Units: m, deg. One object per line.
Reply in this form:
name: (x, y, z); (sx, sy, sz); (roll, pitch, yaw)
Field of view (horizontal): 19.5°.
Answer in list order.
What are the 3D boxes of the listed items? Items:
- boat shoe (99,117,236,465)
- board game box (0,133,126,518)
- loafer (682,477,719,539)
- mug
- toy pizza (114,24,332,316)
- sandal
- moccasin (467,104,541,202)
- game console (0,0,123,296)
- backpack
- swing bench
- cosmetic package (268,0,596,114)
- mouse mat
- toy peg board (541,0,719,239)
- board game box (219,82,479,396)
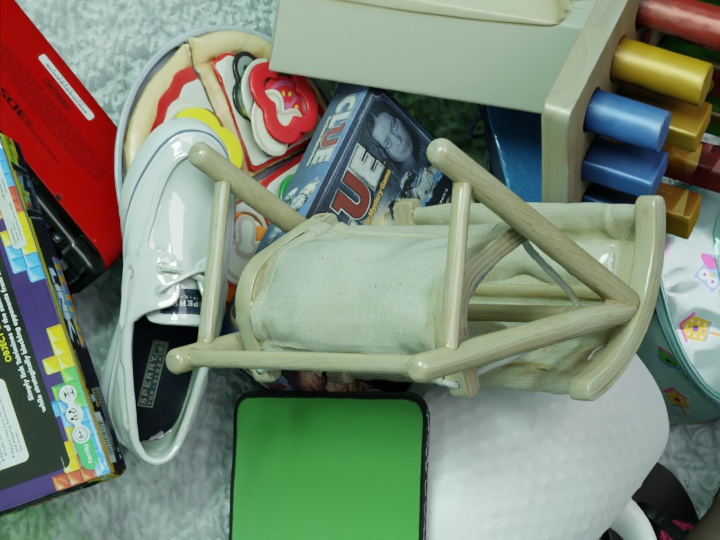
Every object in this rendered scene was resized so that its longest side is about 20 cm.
boat shoe: (-0.105, 0.015, 1.216); (0.073, 0.065, 0.202); (1, 107, -22)
board game box: (-0.240, 0.046, 1.170); (0.164, 0.057, 0.201); (-19, 86, 2)
loafer: (0.233, 0.194, 1.343); (0.071, 0.073, 0.201); (30, 73, -32)
mug: (0.097, 0.142, 1.261); (0.200, 0.148, 0.175); (46, 58, -4)
toy pizza: (-0.067, -0.055, 1.300); (0.199, 0.032, 0.202); (10, 76, -42)
sandal: (0.218, 0.215, 1.398); (0.075, 0.045, 0.201); (-18, 86, -28)
moccasin: (0.107, -0.077, 1.406); (0.080, 0.068, 0.202); (2, 82, -11)
game console: (-0.241, -0.058, 1.256); (0.200, 0.118, 0.172); (51, 31, -7)
backpack: (0.266, 0.010, 1.416); (0.199, 0.153, 0.177); (-19, 91, -21)
swing bench: (0.033, 0.007, 1.172); (0.199, 0.198, 0.131); (12, 82, -46)
cosmetic package: (0.047, -0.165, 1.310); (0.198, 0.073, 0.104); (7, 41, -4)
mouse mat: (-0.022, 0.171, 1.218); (0.007, 0.160, 0.202); (5, 85, -46)
toy peg board: (0.192, -0.095, 1.286); (0.097, 0.201, 0.200); (18, 58, 18)
board game box: (0.000, 0.000, 1.310); (0.135, 0.034, 0.201); (42, 60, -32)
